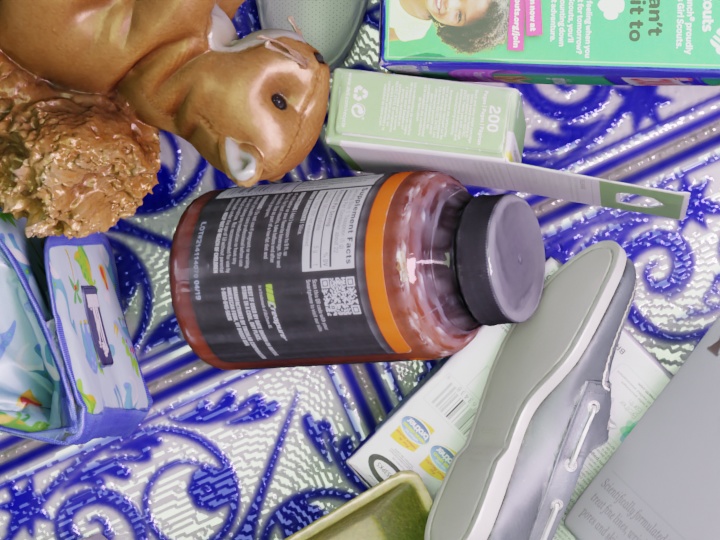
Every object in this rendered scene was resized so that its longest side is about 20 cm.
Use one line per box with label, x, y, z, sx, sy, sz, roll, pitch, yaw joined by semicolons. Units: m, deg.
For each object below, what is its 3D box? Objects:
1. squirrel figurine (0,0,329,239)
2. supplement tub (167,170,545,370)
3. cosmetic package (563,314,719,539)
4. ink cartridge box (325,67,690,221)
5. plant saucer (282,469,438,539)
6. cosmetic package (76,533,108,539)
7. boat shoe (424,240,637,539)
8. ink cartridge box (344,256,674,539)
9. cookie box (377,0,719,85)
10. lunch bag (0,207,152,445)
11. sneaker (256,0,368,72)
squirrel figurine;-0.120;-0.102;1.509;0.187;0.142;0.200;44;94;0
supplement tub;0.000;0.000;1.549;0.199;0.107;0.107;-3;88;29
cosmetic package;0.252;0.149;1.485;0.200;0.165;0.165;36;93;-23
ink cartridge box;0.086;-0.070;1.553;0.199;0.146;0.048;7;86;6
plant saucer;-0.022;0.234;1.547;0.200;0.048;0.200;-30;110;-12
cosmetic package;-0.188;0.257;1.593;0.085;0.108;0.200;38;91;6
boat shoe;0.105;0.080;1.519;0.062;0.073;0.200;31;82;-25
ink cartridge box;0.086;0.108;1.583;0.200;0.076;0.136;-45;85;1
cookie box;0.117;-0.142;1.540;0.199;0.171;0.076;1;91;6
lunch bag;-0.208;0.021;1.569;0.127;0.170;0.200;-45;84;7
sneaker;-0.026;-0.214;1.584;0.073;0.116;0.201;7;91;4
